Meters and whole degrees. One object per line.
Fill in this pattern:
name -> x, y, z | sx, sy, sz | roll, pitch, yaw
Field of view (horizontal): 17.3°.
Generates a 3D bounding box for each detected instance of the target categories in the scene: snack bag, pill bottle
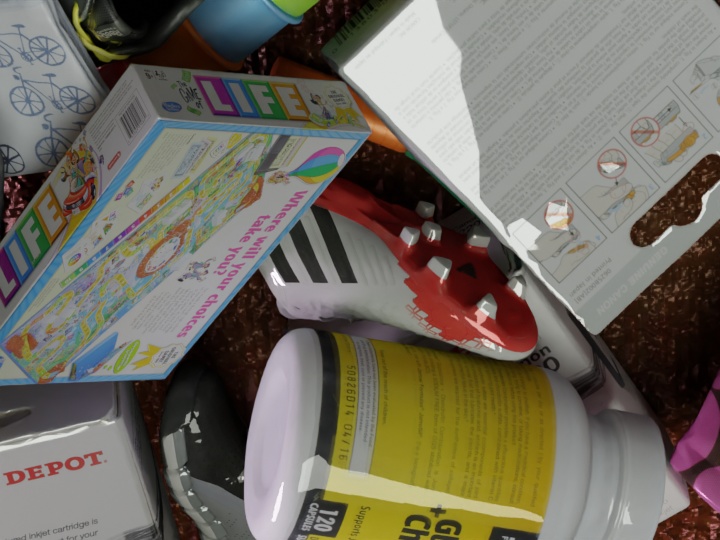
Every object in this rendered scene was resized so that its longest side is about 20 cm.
snack bag -> -0.219, -0.122, 1.119 | 0.188, 0.021, 0.200 | -4, 129, 30
pill bottle -> 0.048, 0.098, 1.201 | 0.199, 0.112, 0.112 | 10, 121, -13

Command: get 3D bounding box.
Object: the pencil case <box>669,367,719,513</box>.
pencil case -> 0.246, 0.044, 1.289 | 0.093, 0.091, 0.201 | 20, 103, -37

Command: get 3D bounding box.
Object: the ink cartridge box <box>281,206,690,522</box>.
ink cartridge box -> 0.071, 0.078, 1.309 | 0.145, 0.085, 0.200 | -31, 120, 11

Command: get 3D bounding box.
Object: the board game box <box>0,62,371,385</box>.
board game box -> -0.102, -0.017, 1.149 | 0.134, 0.034, 0.200 | 1, 141, -45

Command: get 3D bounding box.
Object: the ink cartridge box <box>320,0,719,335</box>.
ink cartridge box -> 0.104, -0.093, 1.189 | 0.163, 0.057, 0.200 | -43, 114, 4

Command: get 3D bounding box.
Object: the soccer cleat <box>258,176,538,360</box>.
soccer cleat -> 0.000, 0.000, 1.214 | 0.200, 0.069, 0.085 | 31, 119, 13

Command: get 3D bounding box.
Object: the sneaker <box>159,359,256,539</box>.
sneaker -> -0.036, 0.125, 1.313 | 0.115, 0.075, 0.200 | 1, 136, 17

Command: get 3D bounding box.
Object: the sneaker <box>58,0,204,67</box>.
sneaker -> -0.137, -0.129, 1.134 | 0.200, 0.085, 0.074 | -36, 122, 22

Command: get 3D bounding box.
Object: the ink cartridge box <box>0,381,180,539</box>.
ink cartridge box -> -0.179, 0.147, 1.315 | 0.144, 0.084, 0.201 | -13, 125, 0

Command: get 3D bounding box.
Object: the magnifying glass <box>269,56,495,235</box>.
magnifying glass -> 0.046, -0.064, 1.228 | 0.199, 0.080, 0.022 | 21, 152, -11

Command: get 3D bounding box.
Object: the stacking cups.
stacking cups -> -0.057, -0.129, 1.170 | 0.200, 0.061, 0.060 | -40, 120, 20

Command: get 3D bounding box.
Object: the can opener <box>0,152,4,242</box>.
can opener -> -0.195, 0.001, 1.180 | 0.053, 0.067, 0.200 | -28, 164, -19
